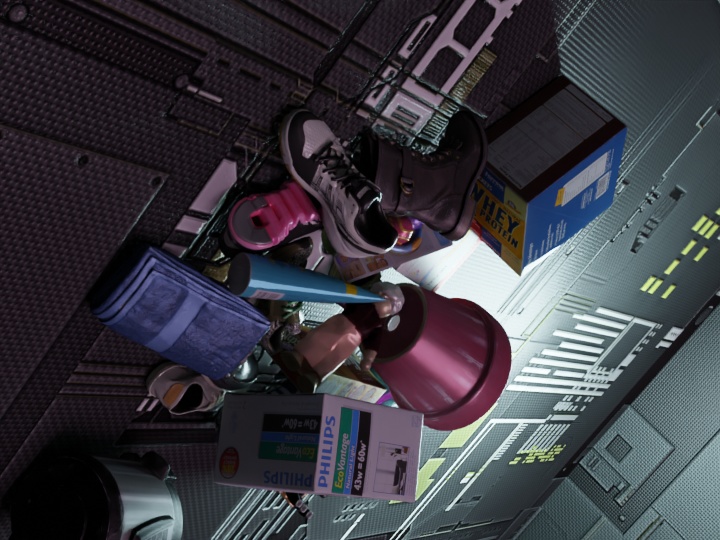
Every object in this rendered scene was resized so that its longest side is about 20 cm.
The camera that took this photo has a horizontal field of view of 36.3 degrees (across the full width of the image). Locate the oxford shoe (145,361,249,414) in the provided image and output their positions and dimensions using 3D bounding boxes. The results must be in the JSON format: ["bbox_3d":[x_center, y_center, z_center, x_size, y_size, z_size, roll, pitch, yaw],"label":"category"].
[{"bbox_3d":[-0.209,0.164,1.481,0.075,0.058,0.200,-53,154,11],"label":"oxford shoe"}]

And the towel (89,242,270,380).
[{"bbox_3d":[-0.205,0.053,1.270,0.112,0.049,0.200,-48,130,10],"label":"towel"}]

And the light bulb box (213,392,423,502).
[{"bbox_3d":[-0.055,0.236,1.466,0.199,0.197,0.126,18,73,-46],"label":"light bulb box"}]

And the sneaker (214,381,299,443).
[{"bbox_3d":[-0.145,0.202,1.625,0.200,0.108,0.070,-60,172,-53],"label":"sneaker"}]

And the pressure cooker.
[{"bbox_3d":[-0.328,0.325,1.417,0.175,0.180,0.200,-19,159,19],"label":"pressure cooker"}]

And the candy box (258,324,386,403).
[{"bbox_3d":[-0.051,0.142,1.602,0.057,0.117,0.200,-48,152,9],"label":"candy box"}]

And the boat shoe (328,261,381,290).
[{"bbox_3d":[0.002,-0.002,1.535,0.073,0.063,0.201,-29,149,-27],"label":"boat shoe"}]

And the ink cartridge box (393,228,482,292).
[{"bbox_3d":[0.106,-0.038,1.624,0.116,0.067,0.200,-48,153,7],"label":"ink cartridge box"}]

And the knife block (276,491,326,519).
[{"bbox_3d":[-0.104,0.326,1.720,0.064,0.176,0.200,-40,153,-7],"label":"knife block"}]

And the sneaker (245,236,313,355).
[{"bbox_3d":[-0.094,0.035,1.406,0.077,0.089,0.200,-24,156,-39],"label":"sneaker"}]

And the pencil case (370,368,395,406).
[{"bbox_3d":[-0.014,0.232,1.807,0.199,0.092,0.086,-35,115,-21],"label":"pencil case"}]

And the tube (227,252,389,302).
[{"bbox_3d":[-0.064,0.019,1.322,0.199,0.077,0.051,11,95,-39],"label":"tube"}]

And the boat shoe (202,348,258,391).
[{"bbox_3d":[-0.171,0.111,1.426,0.200,0.062,0.073,47,44,-60],"label":"boat shoe"}]

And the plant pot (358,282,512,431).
[{"bbox_3d":[0.096,0.113,1.615,0.200,0.200,0.179,-48,133,7],"label":"plant pot"}]

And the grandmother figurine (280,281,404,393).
[{"bbox_3d":[-0.017,0.077,1.494,0.200,0.122,0.060,-36,-164,-29],"label":"grandmother figurine"}]

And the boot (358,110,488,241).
[{"bbox_3d":[0.075,-0.142,1.410,0.173,0.202,0.069,21,155,-33],"label":"boot"}]

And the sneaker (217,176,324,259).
[{"bbox_3d":[-0.091,-0.064,1.334,0.199,0.079,0.095,-21,167,-37],"label":"sneaker"}]

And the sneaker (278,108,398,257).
[{"bbox_3d":[-0.018,-0.103,1.265,0.076,0.087,0.201,-47,122,-27],"label":"sneaker"}]

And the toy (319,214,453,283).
[{"bbox_3d":[0.037,-0.066,1.432,0.199,0.116,0.047,-20,170,-36],"label":"toy"}]

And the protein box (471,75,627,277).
[{"bbox_3d":[0.270,-0.138,1.638,0.199,0.135,0.199,-36,152,-16],"label":"protein box"}]
